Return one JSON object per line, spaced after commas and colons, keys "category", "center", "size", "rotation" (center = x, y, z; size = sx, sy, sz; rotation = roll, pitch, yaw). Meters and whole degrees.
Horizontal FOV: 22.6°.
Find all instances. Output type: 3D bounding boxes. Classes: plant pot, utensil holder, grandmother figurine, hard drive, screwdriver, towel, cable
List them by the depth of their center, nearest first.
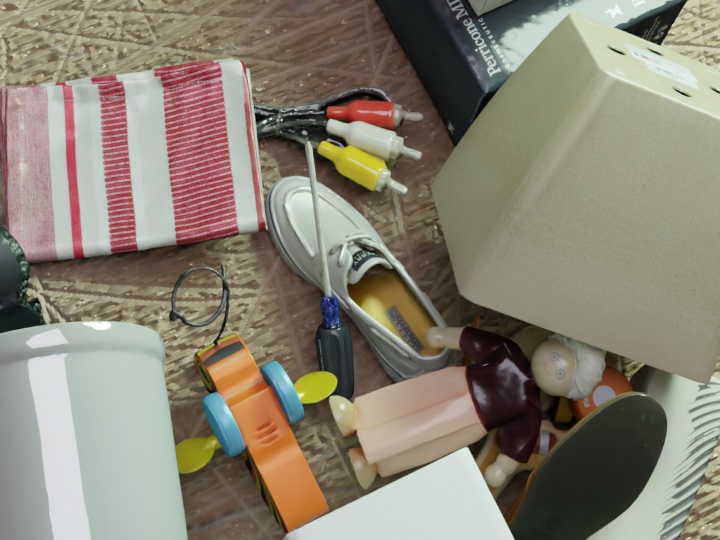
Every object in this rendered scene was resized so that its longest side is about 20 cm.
{"category": "hard drive", "center": [0.053, 0.228, 1.111], "size": [0.131, 0.026, 0.201], "rotation": [-23, 77, -15]}
{"category": "utensil holder", "center": [-0.202, 0.155, 1.238], "size": [0.168, 0.170, 0.202], "rotation": [-9, 75, -12]}
{"category": "grandmother figurine", "center": [0.085, 0.095, 1.297], "size": [0.198, 0.061, 0.122], "rotation": [-23, 95, 8]}
{"category": "plant pot", "center": [0.184, -0.067, 1.305], "size": [0.198, 0.178, 0.201], "rotation": [19, 24, -13]}
{"category": "screwdriver", "center": [-0.026, 0.004, 1.332], "size": [0.028, 0.029, 0.202], "rotation": [-6, 113, 4]}
{"category": "towel", "center": [-0.177, -0.085, 1.385], "size": [0.197, 0.023, 0.146], "rotation": [-8, 73, -1]}
{"category": "cable", "center": [-0.047, -0.121, 1.420], "size": [0.198, 0.050, 0.098], "rotation": [15, 64, -3]}

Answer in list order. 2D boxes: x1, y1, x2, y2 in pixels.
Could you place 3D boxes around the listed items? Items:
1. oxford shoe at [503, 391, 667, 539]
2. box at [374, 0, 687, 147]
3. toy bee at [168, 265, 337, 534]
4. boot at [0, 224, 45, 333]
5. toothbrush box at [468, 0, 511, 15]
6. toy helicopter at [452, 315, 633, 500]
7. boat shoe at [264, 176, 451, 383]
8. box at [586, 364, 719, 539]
{"category": "oxford shoe", "center": [0.142, 0.157, 1.281], "size": [0.071, 0.071, 0.201], "rotation": [33, 108, -12]}
{"category": "box", "center": [0.124, -0.237, 1.452], "size": [0.199, 0.118, 0.198], "rotation": [-26, 77, -15]}
{"category": "toy bee", "center": [-0.081, 0.088, 1.325], "size": [0.129, 0.109, 0.203], "rotation": [-6, 97, -16]}
{"category": "boot", "center": [-0.327, 0.007, 1.277], "size": [0.167, 0.076, 0.201], "rotation": [-34, 123, -17]}
{"category": "toothbrush box", "center": [0.109, -0.319, 1.371], "size": [0.145, 0.085, 0.201], "rotation": [-24, 76, -15]}
{"category": "toy helicopter", "center": [0.102, 0.126, 1.347], "size": [0.132, 0.079, 0.201], "rotation": [36, 82, -2]}
{"category": "boat shoe", "center": [0.000, 0.000, 1.372], "size": [0.071, 0.070, 0.201], "rotation": [-32, 76, -19]}
{"category": "box", "center": [0.206, 0.168, 1.342], "size": [0.068, 0.082, 0.201], "rotation": [26, 70, 0]}
